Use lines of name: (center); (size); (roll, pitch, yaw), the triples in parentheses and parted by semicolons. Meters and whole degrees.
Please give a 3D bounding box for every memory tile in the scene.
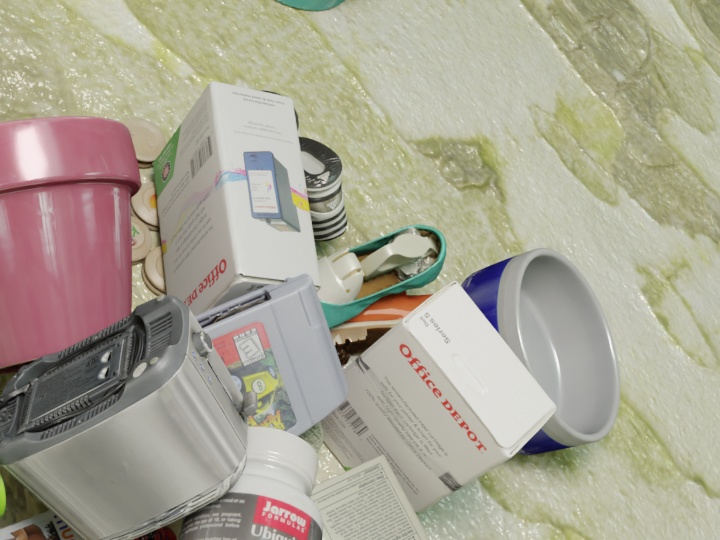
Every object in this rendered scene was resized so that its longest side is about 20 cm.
memory tile: (-0.178, -0.047, 1.177); (0.200, 0.017, 0.153); (39, 49, -6)

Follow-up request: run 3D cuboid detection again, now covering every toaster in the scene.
toaster: (-0.177, 0.120, 0.908); (0.129, 0.200, 0.114); (56, 12, -29)

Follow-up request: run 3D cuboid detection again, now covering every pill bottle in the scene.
pill bottle: (-0.088, 0.226, 0.936); (0.111, 0.111, 0.200); (24, 51, -18)

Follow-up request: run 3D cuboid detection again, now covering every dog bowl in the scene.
dog bowl: (0.179, 0.082, 1.237); (0.200, 0.079, 0.200); (29, 51, -44)

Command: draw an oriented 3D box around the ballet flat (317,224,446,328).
ballet flat: (0.000, 0.000, 1.148); (0.200, 0.070, 0.067); (-21, 64, -31)

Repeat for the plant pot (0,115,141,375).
plant pot: (-0.267, -0.013, 0.999); (0.200, 0.200, 0.179); (-10, 84, -36)

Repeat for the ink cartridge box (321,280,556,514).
ink cartridge box: (0.057, 0.124, 1.099); (0.146, 0.200, 0.084); (51, 49, 4)

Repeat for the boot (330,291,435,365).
boot: (0.014, 0.030, 1.217); (0.200, 0.075, 0.107); (-4, 60, -33)

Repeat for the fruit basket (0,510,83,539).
fruit basket: (-0.241, 0.274, 0.884); (0.200, 0.094, 0.185); (-19, 72, -31)

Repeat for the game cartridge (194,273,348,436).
game cartridge: (-0.113, 0.098, 1.010); (0.200, 0.041, 0.133); (-23, 120, -11)

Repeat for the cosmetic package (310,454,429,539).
cosmetic package: (0.015, 0.271, 1.045); (0.103, 0.073, 0.200); (-17, 73, -37)

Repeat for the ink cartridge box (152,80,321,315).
ink cartridge box: (-0.117, -0.044, 1.107); (0.087, 0.145, 0.200); (9, 58, -30)

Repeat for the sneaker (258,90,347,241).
sneaker: (-0.077, -0.095, 1.240); (0.076, 0.115, 0.201); (-26, 44, -17)

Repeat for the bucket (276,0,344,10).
bucket: (-0.052, -0.407, 1.393); (0.207, 0.135, 0.207); (15, 57, -24)

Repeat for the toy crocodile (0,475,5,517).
toy crocodile: (-0.315, 0.157, 0.897); (0.067, 0.062, 0.200); (-7, 28, -38)

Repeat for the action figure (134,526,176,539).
action figure: (-0.161, 0.269, 0.980); (0.065, 0.052, 0.200); (-4, 63, -28)

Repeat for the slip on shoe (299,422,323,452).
slip on shoe: (-0.133, 0.136, 1.071); (0.200, 0.074, 0.061); (2, 23, -22)
